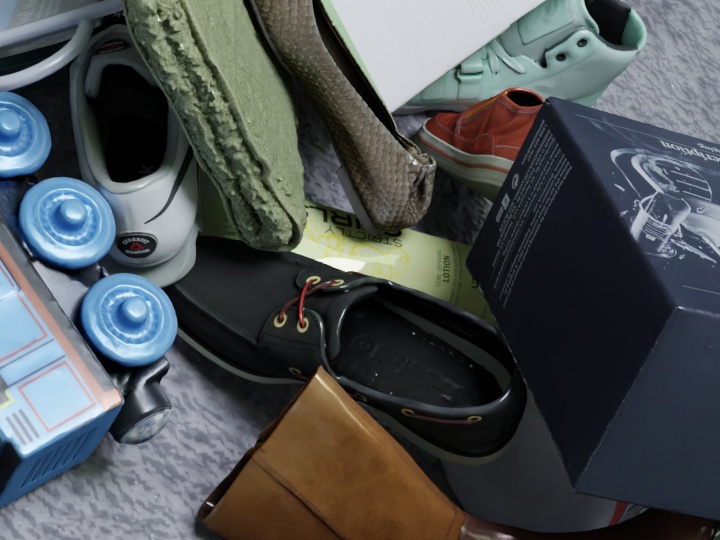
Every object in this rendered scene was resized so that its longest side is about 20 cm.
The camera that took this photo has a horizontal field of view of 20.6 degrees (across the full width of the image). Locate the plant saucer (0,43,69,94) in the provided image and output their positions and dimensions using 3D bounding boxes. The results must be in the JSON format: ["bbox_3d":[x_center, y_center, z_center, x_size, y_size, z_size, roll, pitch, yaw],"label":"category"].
[{"bbox_3d":[-0.194,-0.121,1.019,0.200,0.019,0.070,-21,76,-43],"label":"plant saucer"}]

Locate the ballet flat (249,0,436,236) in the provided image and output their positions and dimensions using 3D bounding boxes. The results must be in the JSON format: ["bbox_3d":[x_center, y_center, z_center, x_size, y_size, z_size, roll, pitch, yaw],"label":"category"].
[{"bbox_3d":[-0.011,-0.105,1.001,0.067,0.046,0.201,-81,148,-59],"label":"ballet flat"}]

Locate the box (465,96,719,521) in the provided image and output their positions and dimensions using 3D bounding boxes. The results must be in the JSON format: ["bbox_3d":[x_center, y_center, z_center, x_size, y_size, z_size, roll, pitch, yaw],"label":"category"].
[{"bbox_3d":[0.177,0.026,0.936,0.199,0.104,0.182,13,30,-24],"label":"box"}]

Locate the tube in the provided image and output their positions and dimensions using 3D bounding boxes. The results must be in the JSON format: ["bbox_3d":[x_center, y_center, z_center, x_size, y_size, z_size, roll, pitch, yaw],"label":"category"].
[{"bbox_3d":[0.000,0.000,1.060,0.199,0.052,0.058,13,21,-20],"label":"tube"}]

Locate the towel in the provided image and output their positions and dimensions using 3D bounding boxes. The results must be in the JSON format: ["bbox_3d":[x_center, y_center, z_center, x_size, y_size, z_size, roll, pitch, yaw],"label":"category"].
[{"bbox_3d":[-0.073,-0.115,0.947,0.200,0.036,0.149,61,19,-49],"label":"towel"}]

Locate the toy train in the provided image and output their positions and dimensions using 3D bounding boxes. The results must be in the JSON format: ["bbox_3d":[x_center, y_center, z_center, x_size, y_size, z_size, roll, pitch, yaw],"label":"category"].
[{"bbox_3d":[-0.169,0.005,0.908,0.114,0.087,0.200,-29,78,-35],"label":"toy train"}]

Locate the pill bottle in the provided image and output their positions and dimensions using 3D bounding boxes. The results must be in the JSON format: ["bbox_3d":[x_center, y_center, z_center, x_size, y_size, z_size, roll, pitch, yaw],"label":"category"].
[{"bbox_3d":[0.143,0.067,1.073,0.200,0.111,0.112,-25,77,-43],"label":"pill bottle"}]

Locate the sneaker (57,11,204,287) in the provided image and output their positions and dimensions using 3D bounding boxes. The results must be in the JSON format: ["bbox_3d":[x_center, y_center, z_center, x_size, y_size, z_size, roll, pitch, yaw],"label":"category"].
[{"bbox_3d":[-0.110,-0.099,0.981,0.074,0.089,0.201,-9,60,-3],"label":"sneaker"}]

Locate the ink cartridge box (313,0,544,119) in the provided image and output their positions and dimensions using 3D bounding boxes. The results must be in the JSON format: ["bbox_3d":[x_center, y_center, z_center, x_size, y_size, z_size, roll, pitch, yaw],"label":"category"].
[{"bbox_3d":[0.041,-0.193,1.078,0.200,0.048,0.146,-37,108,-23],"label":"ink cartridge box"}]

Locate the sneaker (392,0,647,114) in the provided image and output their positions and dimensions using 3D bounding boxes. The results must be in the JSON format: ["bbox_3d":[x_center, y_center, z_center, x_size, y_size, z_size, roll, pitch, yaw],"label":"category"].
[{"bbox_3d":[0.070,-0.143,1.154,0.200,0.118,0.074,8,59,-30],"label":"sneaker"}]

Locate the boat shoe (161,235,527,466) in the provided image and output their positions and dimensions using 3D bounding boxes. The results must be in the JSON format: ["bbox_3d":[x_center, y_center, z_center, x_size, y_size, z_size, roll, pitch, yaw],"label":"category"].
[{"bbox_3d":[-0.011,0.027,0.974,0.201,0.063,0.074,24,61,12],"label":"boat shoe"}]

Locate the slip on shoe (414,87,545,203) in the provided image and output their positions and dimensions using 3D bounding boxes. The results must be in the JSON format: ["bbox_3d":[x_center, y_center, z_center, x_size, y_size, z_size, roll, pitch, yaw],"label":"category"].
[{"bbox_3d":[0.083,-0.067,1.083,0.074,0.200,0.061,30,90,-14],"label":"slip on shoe"}]

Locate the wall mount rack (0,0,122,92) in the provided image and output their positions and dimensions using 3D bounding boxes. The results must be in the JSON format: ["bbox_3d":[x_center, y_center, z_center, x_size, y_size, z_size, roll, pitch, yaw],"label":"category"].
[{"bbox_3d":[-0.188,-0.155,0.967,0.200,0.173,0.075,-88,162,-59],"label":"wall mount rack"}]

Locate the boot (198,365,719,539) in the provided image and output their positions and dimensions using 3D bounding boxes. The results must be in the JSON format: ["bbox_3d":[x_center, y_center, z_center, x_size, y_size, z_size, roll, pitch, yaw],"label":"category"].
[{"bbox_3d":[0.051,0.112,0.935,0.200,0.188,0.069,42,29,-7],"label":"boot"}]
